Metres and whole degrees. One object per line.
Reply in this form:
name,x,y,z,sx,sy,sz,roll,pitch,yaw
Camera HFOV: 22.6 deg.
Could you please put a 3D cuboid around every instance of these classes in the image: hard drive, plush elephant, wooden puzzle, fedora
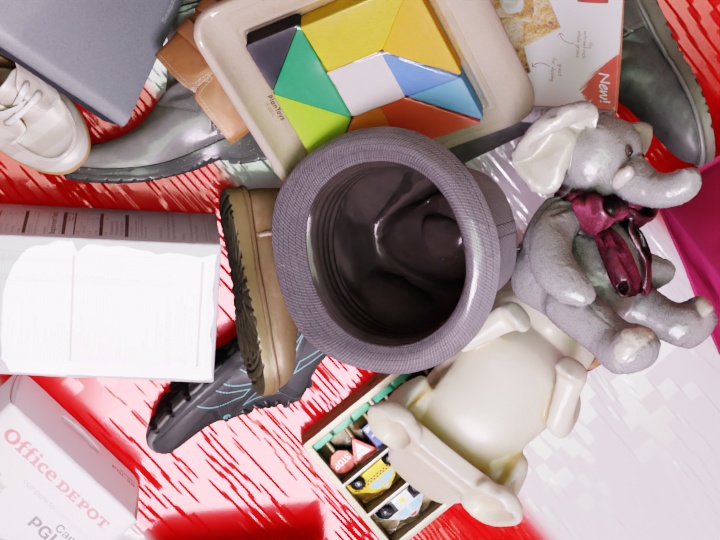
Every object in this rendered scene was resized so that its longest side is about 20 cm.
hard drive,-0.210,-0.208,1.301,0.200,0.033,0.141,34,77,-53
plush elephant,0.181,-0.040,1.315,0.199,0.164,0.156,32,112,30
wooden puzzle,0.006,-0.143,1.291,0.199,0.037,0.186,-22,128,13
fedora,0.037,-0.020,1.313,0.199,0.090,0.178,-16,89,42

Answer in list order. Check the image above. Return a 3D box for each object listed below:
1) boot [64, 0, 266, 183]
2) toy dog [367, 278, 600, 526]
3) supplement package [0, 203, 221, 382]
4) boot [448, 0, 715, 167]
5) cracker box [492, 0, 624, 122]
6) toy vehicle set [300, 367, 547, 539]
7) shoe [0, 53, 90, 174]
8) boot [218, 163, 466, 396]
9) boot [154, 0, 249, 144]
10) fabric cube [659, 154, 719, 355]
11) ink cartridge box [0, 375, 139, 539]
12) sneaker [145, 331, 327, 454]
boot,-0.141,-0.141,1.406,0.198,0.068,0.132,-11,93,-4
toy dog,0.116,0.090,1.410,0.139,0.194,0.200,35,73,10
supplement package,-0.211,0.015,1.401,0.198,0.110,0.115,3,104,-8
boot,0.158,-0.129,1.415,0.199,0.073,0.183,-24,76,-7
cracker box,0.100,-0.186,1.374,0.198,0.058,0.135,4,81,5
toy vehicle set,0.064,0.126,1.504,0.200,0.027,0.124,-39,105,4
shoe,-0.287,-0.145,1.358,0.200,0.053,0.070,42,96,1
boot,0.000,0.000,1.402,0.198,0.066,0.177,-6,76,-15
boot,-0.093,-0.209,1.355,0.155,0.077,0.201,-38,85,6
fabric cube,0.376,0.013,1.397,0.195,0.200,0.201,-31,126,1
ink cartridge box,-0.297,0.206,1.453,0.200,0.083,0.147,-44,104,5
sneaker,-0.087,0.088,1.453,0.200,0.075,0.079,-41,107,5
